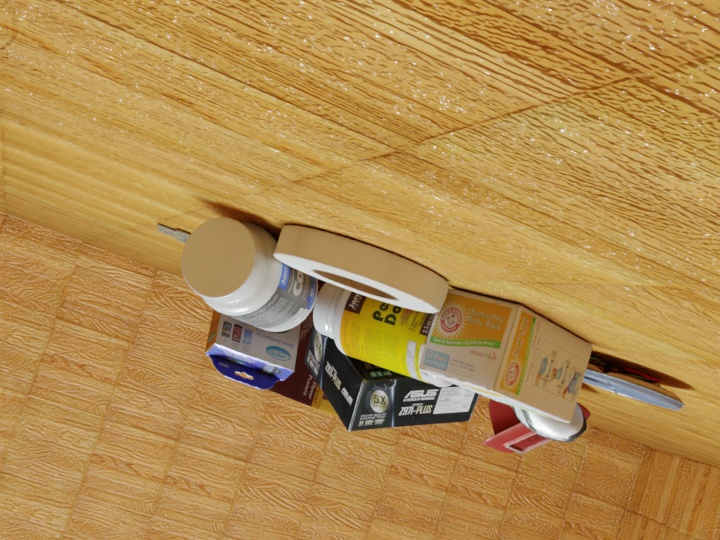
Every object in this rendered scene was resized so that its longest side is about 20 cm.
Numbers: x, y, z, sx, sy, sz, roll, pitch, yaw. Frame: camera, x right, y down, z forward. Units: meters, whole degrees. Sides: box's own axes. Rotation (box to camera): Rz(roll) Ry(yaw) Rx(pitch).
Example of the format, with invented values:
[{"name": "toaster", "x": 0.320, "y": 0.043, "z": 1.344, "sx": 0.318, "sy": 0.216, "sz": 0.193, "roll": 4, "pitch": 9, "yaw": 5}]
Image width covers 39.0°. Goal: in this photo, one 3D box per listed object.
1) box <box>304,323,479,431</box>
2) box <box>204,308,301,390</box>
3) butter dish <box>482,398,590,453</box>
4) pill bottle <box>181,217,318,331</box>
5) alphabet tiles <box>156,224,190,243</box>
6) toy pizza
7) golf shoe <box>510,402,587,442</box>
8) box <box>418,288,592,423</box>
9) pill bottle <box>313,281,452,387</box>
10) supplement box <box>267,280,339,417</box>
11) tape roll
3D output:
[{"name": "box", "x": 0.047, "y": 0.136, "z": 1.423, "sx": 0.198, "sy": 0.087, "sz": 0.164, "roll": 0, "pitch": -149, "yaw": -28}, {"name": "box", "x": -0.138, "y": 0.058, "z": 1.374, "sx": 0.118, "sy": 0.202, "sz": 0.041, "roll": 21, "pitch": 142, "yaw": -22}, {"name": "butter dish", "x": 0.329, "y": 0.260, "z": 1.993, "sx": 0.198, "sy": 0.149, "sz": 0.200, "roll": -26, "pitch": 156, "yaw": 15}, {"name": "pill bottle", "x": -0.134, "y": 0.005, "z": 1.245, "sx": 0.113, "sy": 0.115, "sz": 0.200, "roll": 17, "pitch": 174, "yaw": 19}, {"name": "alphabet tiles", "x": -0.249, "y": -0.038, "z": 1.720, "sx": 0.198, "sy": 0.006, "sz": 0.166, "roll": 20, "pitch": 173, "yaw": -8}, {"name": "toy pizza", "x": 0.348, "y": 0.146, "z": 1.395, "sx": 0.198, "sy": 0.032, "sz": 0.200, "roll": 19, "pitch": 175, "yaw": 2}, {"name": "golf shoe", "x": 0.225, "y": 0.151, "z": 1.375, "sx": 0.200, "sy": 0.078, "sz": 0.095, "roll": 43, "pitch": 169, "yaw": 18}, {"name": "box", "x": 0.176, "y": 0.103, "z": 1.209, "sx": 0.112, "sy": 0.102, "sz": 0.199, "roll": 13, "pitch": 172, "yaw": 39}, {"name": "pill bottle", "x": 0.041, "y": 0.071, "z": 1.305, "sx": 0.198, "sy": 0.110, "sz": 0.109, "roll": 16, "pitch": 173, "yaw": 29}, {"name": "supplement box", "x": -0.042, "y": 0.130, "z": 1.667, "sx": 0.132, "sy": 0.199, "sz": 0.199, "roll": 23, "pitch": 172, "yaw": -35}, {"name": "tape roll", "x": 0.000, "y": 0.000, "z": 1.153, "sx": 0.201, "sy": 0.037, "sz": 0.203, "roll": 20, "pitch": 174, "yaw": 2}]
